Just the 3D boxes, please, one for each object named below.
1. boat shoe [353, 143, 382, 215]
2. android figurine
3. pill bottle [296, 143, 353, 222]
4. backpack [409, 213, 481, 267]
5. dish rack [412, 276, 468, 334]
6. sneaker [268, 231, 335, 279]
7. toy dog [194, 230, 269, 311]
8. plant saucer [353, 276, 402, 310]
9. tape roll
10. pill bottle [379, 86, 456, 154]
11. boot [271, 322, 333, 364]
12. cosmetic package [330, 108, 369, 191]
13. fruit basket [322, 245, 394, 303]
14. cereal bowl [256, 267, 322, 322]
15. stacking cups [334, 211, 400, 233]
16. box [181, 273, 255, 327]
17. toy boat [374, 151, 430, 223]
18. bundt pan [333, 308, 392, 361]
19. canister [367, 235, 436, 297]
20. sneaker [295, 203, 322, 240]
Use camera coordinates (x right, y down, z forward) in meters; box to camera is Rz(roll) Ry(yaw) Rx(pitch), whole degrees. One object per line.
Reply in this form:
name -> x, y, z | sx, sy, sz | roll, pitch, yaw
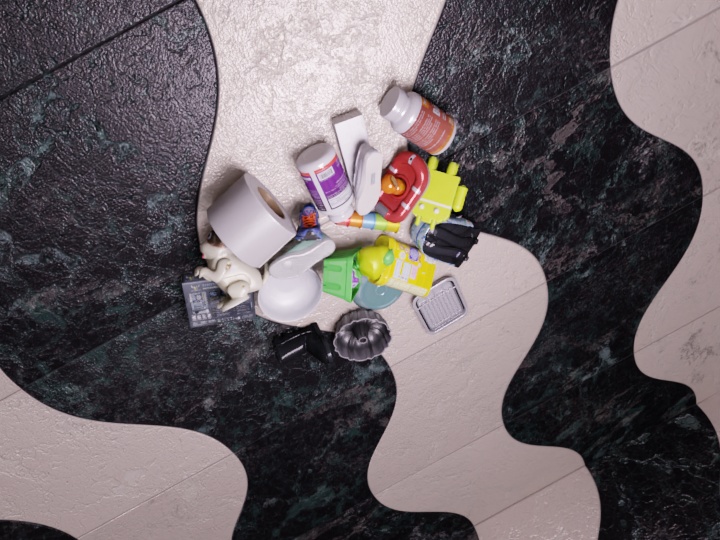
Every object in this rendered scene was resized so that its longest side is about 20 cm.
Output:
boat shoe -> 0.010, -0.244, 1.450 | 0.071, 0.069, 0.202 | -21, 140, -21
android figurine -> 0.212, -0.221, 1.553 | 0.179, 0.041, 0.204 | 20, 92, 13
pill bottle -> -0.088, -0.232, 1.458 | 0.111, 0.113, 0.202 | -26, 127, -1
backpack -> 0.247, -0.104, 1.658 | 0.197, 0.154, 0.165 | -3, 129, -44
dish rack -> 0.271, 0.116, 1.859 | 0.170, 0.044, 0.201 | -31, 127, 1
sneaker -> -0.179, -0.052, 1.534 | 0.198, 0.118, 0.075 | -27, 127, -14
toy dog -> -0.356, -0.016, 1.461 | 0.191, 0.139, 0.203 | -27, 102, -11
plant saucer -> 0.063, 0.055, 1.749 | 0.196, 0.036, 0.203 | -9, 124, -14
tape roll -> -0.280, -0.130, 1.401 | 0.139, 0.204, 0.203 | -40, 126, 9
pill bottle -> 0.151, -0.400, 1.434 | 0.198, 0.113, 0.113 | 23, 113, -31
boot -> -0.185, 0.247, 1.691 | 0.160, 0.199, 0.075 | -19, 125, -14
cosmetic package -> -0.014, -0.323, 1.463 | 0.081, 0.051, 0.203 | -19, 127, -4
fruit basket -> 0.000, 0.000, 1.566 | 0.211, 0.215, 0.159 | 0, 101, -20
cereal bowl -> -0.215, 0.051, 1.616 | 0.196, 0.084, 0.203 | -9, 124, -13
stacking cups -> 0.017, -0.145, 1.592 | 0.196, 0.061, 0.062 | 2, 122, -16
box -> -0.413, 0.077, 1.582 | 0.196, 0.051, 0.160 | -9, 124, -13
toy boat -> 0.099, -0.235, 1.496 | 0.202, 0.130, 0.130 | -56, 154, 18
bundt pan -> 0.004, 0.205, 1.788 | 0.197, 0.077, 0.205 | -5, 131, -6
canister -> 0.133, -0.008, 1.679 | 0.197, 0.086, 0.152 | 18, 84, -31
sneaker -> -0.143, -0.131, 1.462 | 0.074, 0.200, 0.080 | -5, 110, -7
